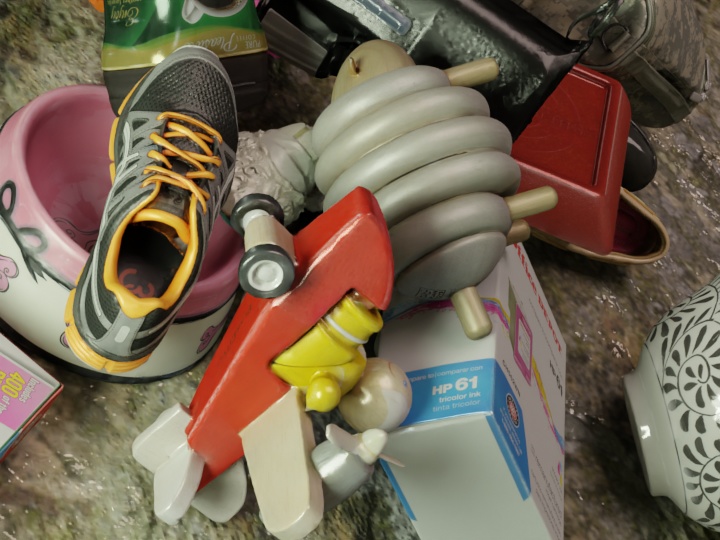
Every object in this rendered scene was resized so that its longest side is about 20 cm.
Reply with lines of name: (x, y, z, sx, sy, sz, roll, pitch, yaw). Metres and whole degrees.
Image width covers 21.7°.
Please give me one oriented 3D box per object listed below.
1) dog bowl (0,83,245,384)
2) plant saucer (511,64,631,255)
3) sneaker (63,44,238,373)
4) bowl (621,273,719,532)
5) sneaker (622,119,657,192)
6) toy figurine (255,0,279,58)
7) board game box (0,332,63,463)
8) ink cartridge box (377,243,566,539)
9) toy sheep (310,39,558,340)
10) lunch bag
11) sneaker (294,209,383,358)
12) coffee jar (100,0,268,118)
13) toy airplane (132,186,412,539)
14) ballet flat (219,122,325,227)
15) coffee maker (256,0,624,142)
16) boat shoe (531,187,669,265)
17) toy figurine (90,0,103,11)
dog bowl: (-0.155, -0.032, 1.169, 0.199, 0.074, 0.201, 24, 41, -22)
plant saucer: (0.114, -0.118, 1.420, 0.198, 0.037, 0.201, 22, 39, -4)
sneaker: (-0.109, -0.041, 1.071, 0.078, 0.077, 0.202, 18, 68, -15)
bowl: (0.242, 0.108, 1.336, 0.201, 0.093, 0.203, -14, 90, -85)
sneaker: (0.144, -0.112, 1.517, 0.199, 0.074, 0.089, 31, 38, 3)
toy figurine: (-0.051, -0.253, 1.415, 0.150, 0.198, 0.186, 51, 20, -71)
board game box: (-0.279, 0.049, 1.007, 0.200, 0.040, 0.153, 41, 37, -1)
ink cartridge box: (0.074, 0.074, 1.206, 0.201, 0.084, 0.145, -84, 154, -48)
toy sheep: (0.040, -0.052, 1.145, 0.137, 0.138, 0.201, -5, 63, -44)
lunch bag: (0.208, -0.213, 1.577, 0.169, 0.139, 0.200, 59, 15, 23)
sneaker: (0.000, 0.000, 1.289, 0.080, 0.073, 0.201, 59, 21, -30)
coffee jar: (-0.116, -0.192, 1.162, 0.104, 0.085, 0.202, -14, 101, -45)
toy airplane: (-0.040, 0.069, 1.074, 0.140, 0.199, 0.202, 20, 69, -19)
ballet flat: (-0.044, -0.071, 1.215, 0.072, 0.072, 0.200, 44, 15, 4)
coffee maker: (0.051, -0.177, 1.288, 0.200, 0.135, 0.193, 39, 81, 1)
boat shoe: (0.160, -0.055, 1.453, 0.199, 0.074, 0.069, 18, 9, -29)
toy figurine: (-0.149, -0.234, 1.284, 0.183, 0.201, 0.150, 31, 10, -24)
